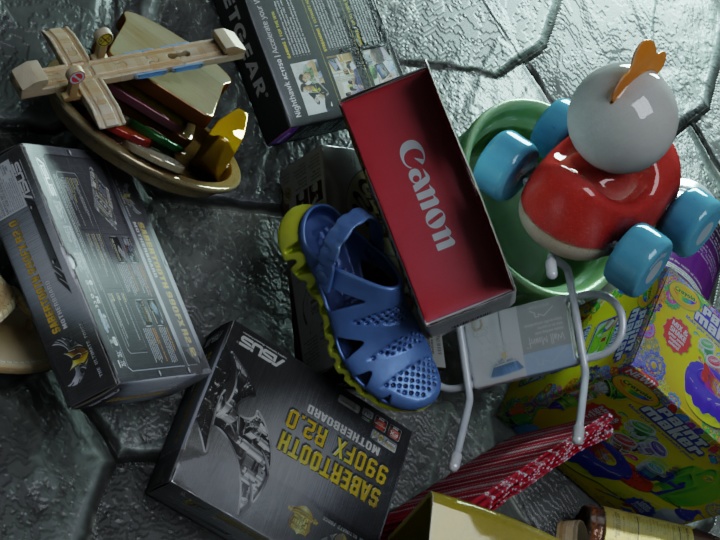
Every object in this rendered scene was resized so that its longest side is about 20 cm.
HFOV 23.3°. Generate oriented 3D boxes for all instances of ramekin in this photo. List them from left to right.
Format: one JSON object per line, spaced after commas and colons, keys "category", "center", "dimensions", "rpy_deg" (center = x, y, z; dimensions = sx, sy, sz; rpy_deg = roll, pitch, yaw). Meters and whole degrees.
{"category": "ramekin", "center": [0.149, -0.054, 1.670], "dimensions": [0.199, 0.098, 0.201], "rpy_deg": [14, 65, -31]}

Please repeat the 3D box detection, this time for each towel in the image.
{"category": "towel", "center": [0.115, 0.182, 1.525], "dimensions": [0.200, 0.144, 0.023], "rpy_deg": [-26, 94, -40]}

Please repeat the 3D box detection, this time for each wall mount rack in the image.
{"category": "wall mount rack", "center": [0.135, 0.085, 1.538], "dimensions": [0.074, 0.199, 0.175], "rpy_deg": [26, 52, -60]}

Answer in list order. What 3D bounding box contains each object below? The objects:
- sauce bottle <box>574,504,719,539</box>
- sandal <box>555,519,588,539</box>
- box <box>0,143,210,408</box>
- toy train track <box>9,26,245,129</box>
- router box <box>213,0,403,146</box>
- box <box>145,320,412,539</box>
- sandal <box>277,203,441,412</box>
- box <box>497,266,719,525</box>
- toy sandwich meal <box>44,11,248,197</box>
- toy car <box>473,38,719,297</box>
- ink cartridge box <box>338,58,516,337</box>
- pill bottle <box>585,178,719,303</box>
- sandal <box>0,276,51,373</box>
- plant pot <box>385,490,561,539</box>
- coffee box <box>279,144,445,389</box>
{"category": "sauce bottle", "center": [0.296, 0.270, 1.636], "dimensions": [0.199, 0.066, 0.066], "rpy_deg": [16, 62, -9]}
{"category": "sandal", "center": [0.166, 0.327, 1.537], "dimensions": [0.078, 0.069, 0.213], "rpy_deg": [42, 45, -61]}
{"category": "box", "center": [-0.205, 0.003, 1.363], "dimensions": [0.201, 0.048, 0.158], "rpy_deg": [67, 19, 8]}
{"category": "toy train track", "center": [-0.181, -0.172, 1.394], "dimensions": [0.199, 0.033, 0.115], "rpy_deg": [-14, 55, -31]}
{"category": "router box", "center": [-0.052, -0.228, 1.622], "dimensions": [0.149, 0.051, 0.201], "rpy_deg": [-15, 82, -37]}
{"category": "box", "center": [-0.064, 0.160, 1.466], "dimensions": [0.200, 0.048, 0.159], "rpy_deg": [34, 55, -21]}
{"category": "sandal", "center": [0.007, 0.027, 1.445], "dimensions": [0.079, 0.087, 0.201], "rpy_deg": [-34, 94, -37]}
{"category": "box", "center": [0.274, 0.127, 1.631], "dimensions": [0.200, 0.192, 0.122], "rpy_deg": [40, 54, -16]}
{"category": "toy sandwich meal", "center": [-0.168, -0.138, 1.443], "dimensions": [0.205, 0.070, 0.205], "rpy_deg": [30, 19, -11]}
{"category": "toy car", "center": [0.230, -0.119, 1.518], "dimensions": [0.184, 0.201, 0.177], "rpy_deg": [38, 43, 21]}
{"category": "ink cartridge box", "center": [0.056, -0.057, 1.445], "dimensions": [0.083, 0.176, 0.201], "rpy_deg": [-22, 83, 1]}
{"category": "pill bottle", "center": [0.300, -0.004, 1.741], "dimensions": [0.112, 0.112, 0.200], "rpy_deg": [45, 43, -13]}
{"category": "sandal", "center": [-0.303, 0.022, 1.312], "dimensions": [0.211, 0.070, 0.078], "rpy_deg": [9, 33, -29]}
{"category": "plant pot", "center": [0.110, 0.310, 1.404], "dimensions": [0.175, 0.200, 0.201], "rpy_deg": [9, 65, -10]}
{"category": "coffee box", "center": [0.000, 0.000, 1.553], "dimensions": [0.113, 0.080, 0.201], "rpy_deg": [7, 69, -33]}
